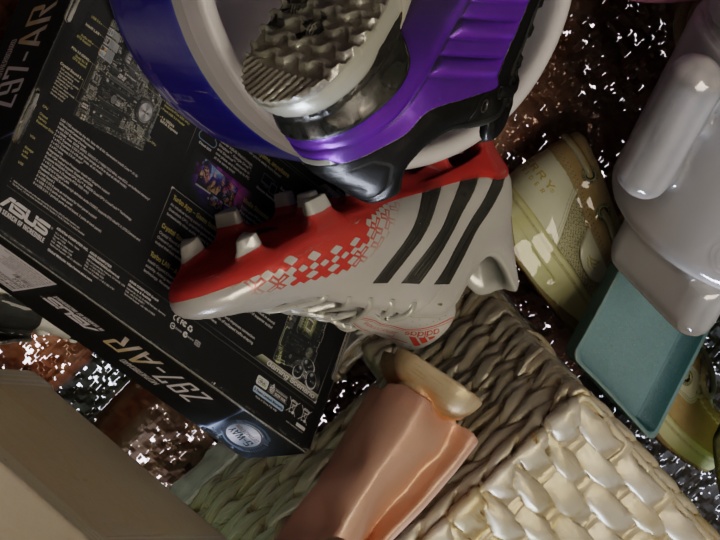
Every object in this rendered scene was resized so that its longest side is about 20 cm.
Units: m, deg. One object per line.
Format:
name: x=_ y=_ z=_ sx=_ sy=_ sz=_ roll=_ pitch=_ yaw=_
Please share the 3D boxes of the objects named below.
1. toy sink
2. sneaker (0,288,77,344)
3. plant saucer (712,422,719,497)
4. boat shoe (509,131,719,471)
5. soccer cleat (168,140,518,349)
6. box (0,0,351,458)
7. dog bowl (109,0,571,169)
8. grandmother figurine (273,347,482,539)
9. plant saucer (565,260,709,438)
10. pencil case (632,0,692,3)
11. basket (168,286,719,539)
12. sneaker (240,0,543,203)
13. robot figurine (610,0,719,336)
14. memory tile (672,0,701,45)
toy sink: x=-0.175 y=0.119 z=1.259 sx=0.112 sy=0.200 sz=0.130 roll=7 pitch=116 yaw=-59
sneaker: x=-0.159 y=-0.005 z=1.251 sx=0.089 sy=0.074 sz=0.200 roll=-42 pitch=124 yaw=18
plant saucer: x=0.238 y=0.013 z=1.352 sx=0.048 sy=0.200 sz=0.200 roll=32 pitch=136 yaw=0
boat shoe: x=0.133 y=0.019 z=1.389 sx=0.063 sy=0.073 sz=0.201 roll=-38 pitch=117 yaw=3
soccer cleat: x=0.000 y=0.000 z=1.224 sx=0.200 sy=0.069 sz=0.085 roll=-25 pitch=103 yaw=-46
box: x=-0.077 y=-0.035 z=1.231 sx=0.200 sy=0.044 sz=0.160 roll=37 pitch=60 yaw=-34
dog bowl: x=-0.007 y=-0.143 z=1.198 sx=0.200 sy=0.079 sz=0.200 roll=-5 pitch=99 yaw=-35
grandmother figurine: x=-0.022 y=0.128 z=1.220 sx=0.061 sy=0.121 sz=0.200 roll=33 pitch=82 yaw=3
plant saucer: x=0.158 y=-0.020 z=1.359 sx=0.070 sy=0.019 sz=0.200 roll=45 pitch=63 yaw=-33
pencil case: x=0.133 y=-0.222 z=1.261 sx=0.087 sy=0.083 sz=0.200 roll=-36 pitch=131 yaw=-46
basket: x=0.052 y=0.137 z=1.358 sx=0.198 sy=0.161 sz=0.200 roll=-42 pitch=126 yaw=-1
sneaker: x=0.040 y=-0.108 z=1.152 sx=0.200 sy=0.070 sz=0.100 roll=-49 pitch=128 yaw=-18
robot figurine: x=0.186 y=-0.066 z=1.263 sx=0.170 sy=0.113 sz=0.200 roll=-8 pitch=133 yaw=-43
memory tile: x=0.247 y=-0.136 z=1.372 sx=0.200 sy=0.017 sz=0.153 roll=-47 pitch=125 yaw=-11
